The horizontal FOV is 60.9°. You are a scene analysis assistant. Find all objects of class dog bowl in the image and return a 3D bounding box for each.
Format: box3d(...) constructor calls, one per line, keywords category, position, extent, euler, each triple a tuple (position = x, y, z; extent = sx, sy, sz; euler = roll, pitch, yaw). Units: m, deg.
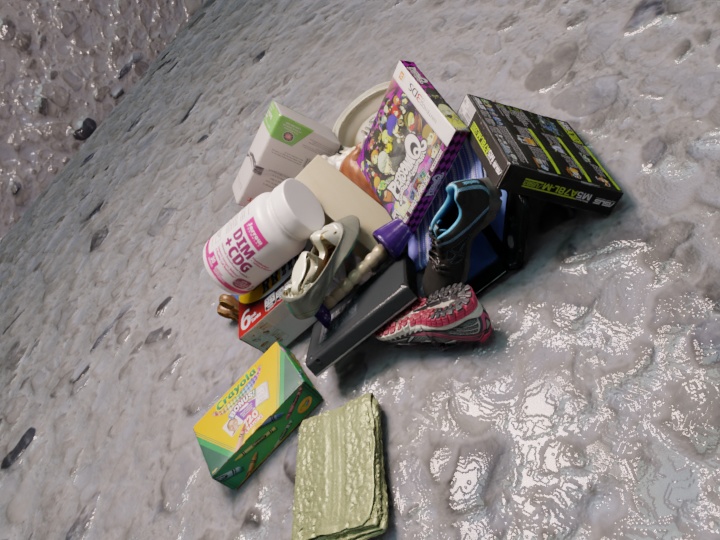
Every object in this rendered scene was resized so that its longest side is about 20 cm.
box3d(category="dog bowl", position=(0.037, -0.290, 1.254), extent=(0.197, 0.074, 0.203), euler=(-24, 43, 24))

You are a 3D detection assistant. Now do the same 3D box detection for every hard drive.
box3d(category="hard drive", position=(0.003, 0.063, 0.943), extent=(0.199, 0.033, 0.140), euler=(-40, 15, 16))

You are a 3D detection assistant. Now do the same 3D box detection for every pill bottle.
box3d(category="pill bottle", position=(-0.159, -0.055, 1.008), extent=(0.199, 0.113, 0.115), euler=(-35, 38, 28))

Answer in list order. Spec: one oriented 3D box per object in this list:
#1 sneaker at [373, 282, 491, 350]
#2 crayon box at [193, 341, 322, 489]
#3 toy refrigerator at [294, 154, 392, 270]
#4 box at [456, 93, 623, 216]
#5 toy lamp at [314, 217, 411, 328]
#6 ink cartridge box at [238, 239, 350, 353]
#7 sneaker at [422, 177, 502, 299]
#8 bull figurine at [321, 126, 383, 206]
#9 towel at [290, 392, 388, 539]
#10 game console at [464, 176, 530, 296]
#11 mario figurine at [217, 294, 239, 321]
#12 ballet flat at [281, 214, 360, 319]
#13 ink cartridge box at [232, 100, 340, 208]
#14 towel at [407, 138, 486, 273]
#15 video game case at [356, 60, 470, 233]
box3d(category="sneaker", position=(0.095, 0.081, 0.876), extent=(0.198, 0.075, 0.081), euler=(-13, 35, 50))
box3d(category="crayon box", position=(-0.165, 0.227, 0.974), extent=(0.200, 0.058, 0.119), euler=(-46, 39, -3))
box3d(category="toy refrigerator", position=(-0.023, -0.097, 1.046), extent=(0.199, 0.070, 0.076), euler=(40, 72, 9))
box3d(category="box", position=(0.251, -0.171, 0.882), extent=(0.202, 0.189, 0.048), euler=(-104, 32, -47))
box3d(category="toy lamp", position=(0.000, 0.000, 0.948), extent=(0.200, 0.058, 0.058), euler=(-46, 39, -6))
box3d(category="ink cartridge box", position=(-0.124, 0.018, 1.081), extent=(0.199, 0.083, 0.178), euler=(-40, 37, 22))
box3d(category="sneaker", position=(0.121, -0.042, 0.860), extent=(0.073, 0.080, 0.203), euler=(50, 131, 42))
box3d(category="bull figurine", position=(0.012, -0.190, 1.136), extent=(0.198, 0.065, 0.123), euler=(35, 117, 26))
box3d(category="towel", position=(-0.028, 0.275, 0.831), extent=(0.146, 0.037, 0.203), euler=(-26, 43, 22))
box3d(category="game console", position=(0.158, -0.077, 0.929), extent=(0.114, 0.179, 0.202), euler=(-12, 40, -8))
box3d(category="mario figurine", position=(-0.235, -0.009, 1.208), extent=(0.122, 0.106, 0.203), euler=(-7, 49, 40))
box3d(category="ballet flat", position=(-0.058, -0.022, 0.927), extent=(0.066, 0.064, 0.203), euler=(-1, 52, 40))
box3d(category="ink cartridge box", position=(-0.153, -0.211, 1.236), extent=(0.202, 0.143, 0.085), euler=(-58, 34, 21))
box3d(category="towel", position=(0.128, -0.100, 0.957), extent=(0.200, 0.023, 0.148), euler=(-43, 43, 50))
box3d(category="video game case", position=(0.075, -0.194, 0.976), extent=(0.183, 0.035, 0.202), euler=(61, 140, 33))
